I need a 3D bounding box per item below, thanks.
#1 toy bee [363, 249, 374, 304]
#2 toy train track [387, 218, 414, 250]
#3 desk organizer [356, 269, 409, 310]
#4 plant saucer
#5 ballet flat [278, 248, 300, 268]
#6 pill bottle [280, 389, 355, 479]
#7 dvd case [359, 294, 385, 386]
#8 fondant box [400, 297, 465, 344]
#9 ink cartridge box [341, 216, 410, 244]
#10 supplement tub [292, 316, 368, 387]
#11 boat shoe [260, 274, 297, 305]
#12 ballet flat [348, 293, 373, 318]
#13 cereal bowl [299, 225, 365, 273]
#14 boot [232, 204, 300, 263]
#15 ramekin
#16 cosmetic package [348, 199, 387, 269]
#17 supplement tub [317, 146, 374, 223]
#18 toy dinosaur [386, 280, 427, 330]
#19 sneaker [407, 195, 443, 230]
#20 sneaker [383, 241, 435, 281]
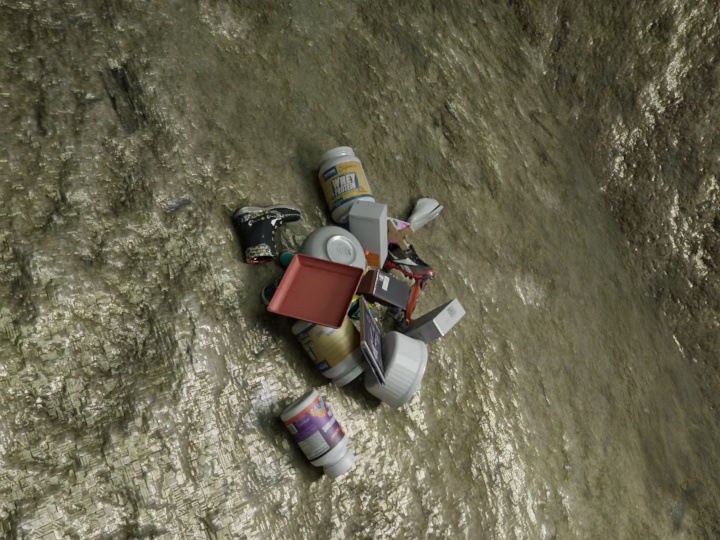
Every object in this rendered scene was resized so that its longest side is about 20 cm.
[{"bbox_3d":[0.000,0.000,1.760,0.200,0.109,0.131,46,1,-33],"label":"toy bee"},{"bbox_3d":[0.081,-0.106,1.837,0.115,0.197,0.033,56,37,-24],"label":"toy train track"},{"bbox_3d":[0.060,0.054,1.700,0.199,0.076,0.073,28,72,-56],"label":"desk organizer"},{"bbox_3d":[-0.110,0.058,1.510,0.196,0.037,0.202,12,50,13],"label":"plant saucer"},{"bbox_3d":[-0.152,-0.018,1.697,0.199,0.068,0.068,33,30,-30],"label":"ballet flat"},{"bbox_3d":[-0.100,0.408,1.470,0.111,0.111,0.202,-36,93,-45],"label":"pill bottle"},{"bbox_3d":[0.029,0.183,1.569,0.202,0.016,0.150,-93,162,-54],"label":"dvd case"},{"bbox_3d":[0.203,0.171,1.790,0.144,0.199,0.059,-35,90,-45],"label":"fondant box"},{"bbox_3d":[0.049,-0.129,1.875,0.197,0.119,0.043,15,56,-34],"label":"ink cartridge box"},{"bbox_3d":[-0.072,0.189,1.576,0.201,0.144,0.144,54,45,-2],"label":"supplement tub"},{"bbox_3d":[-0.168,0.052,1.616,0.198,0.090,0.072,-7,72,-42],"label":"boat shoe"},{"bbox_3d":[-0.018,0.097,1.693,0.067,0.067,0.200,48,4,21],"label":"ballet flat"},{"bbox_3d":[-0.068,-0.038,1.642,0.197,0.083,0.204,13,61,-23],"label":"cereal bowl"},{"bbox_3d":[-0.244,-0.100,1.643,0.200,0.073,0.156,-4,68,-33],"label":"boot"},{"bbox_3d":[0.092,0.269,1.653,0.097,0.200,0.203,28,51,-16],"label":"ramekin"},{"bbox_3d":[0.025,-0.107,1.778,0.099,0.202,0.072,11,46,15],"label":"cosmetic package"},{"bbox_3d":[-0.048,-0.265,1.848,0.143,0.144,0.203,-9,73,-42],"label":"supplement tub"},{"bbox_3d":[0.166,0.093,1.846,0.182,0.199,0.105,-50,121,-12],"label":"toy dinosaur"},{"bbox_3d":[0.213,-0.206,2.100,0.081,0.077,0.199,49,40,8],"label":"sneaker"},{"bbox_3d":[0.152,-0.033,1.857,0.070,0.199,0.100,-12,118,-46],"label":"sneaker"}]
